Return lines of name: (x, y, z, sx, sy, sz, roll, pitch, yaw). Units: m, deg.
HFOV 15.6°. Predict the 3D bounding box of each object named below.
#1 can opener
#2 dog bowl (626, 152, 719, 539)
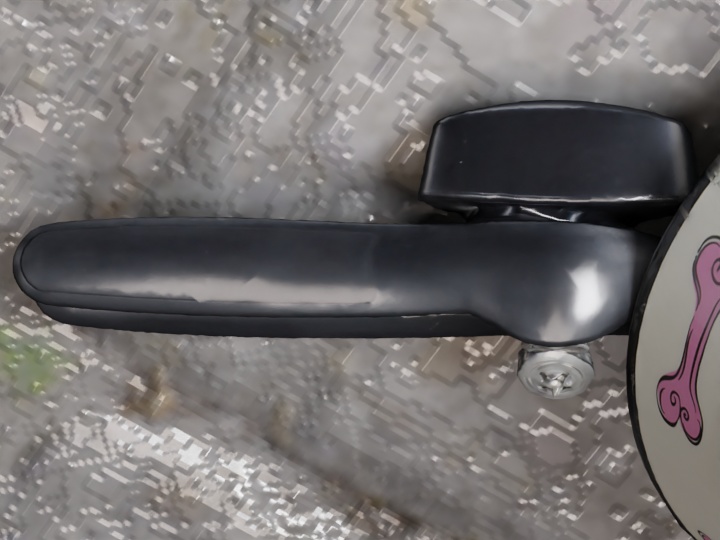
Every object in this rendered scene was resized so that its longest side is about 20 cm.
can opener: (0.000, 0.000, 0.759, 0.200, 0.079, 0.063, -5, 158, 10)
dog bowl: (0.179, 0.031, 0.719, 0.200, 0.074, 0.200, -7, 122, -11)
